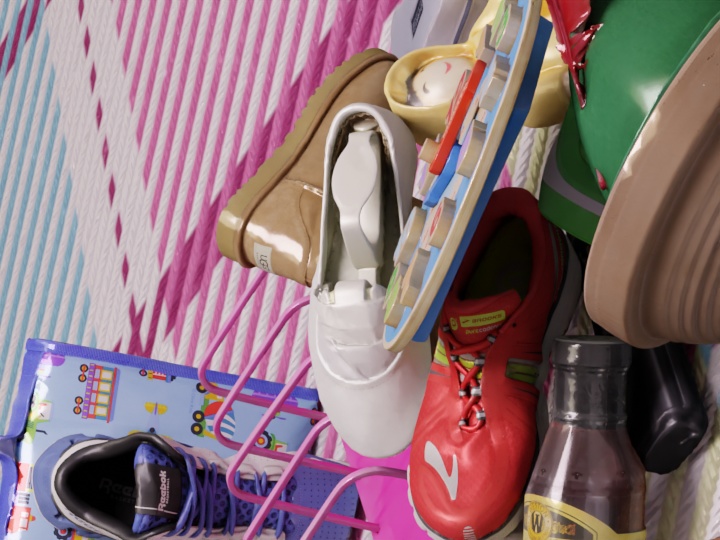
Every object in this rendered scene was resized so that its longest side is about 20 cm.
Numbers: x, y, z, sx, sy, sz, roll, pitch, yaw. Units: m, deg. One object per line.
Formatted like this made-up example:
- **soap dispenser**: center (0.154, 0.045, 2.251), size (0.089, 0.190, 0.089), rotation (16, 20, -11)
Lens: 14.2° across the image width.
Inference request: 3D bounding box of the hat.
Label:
- **hat**: center (0.109, -0.120, 1.414), size (0.176, 0.166, 0.200), rotation (34, 116, 22)

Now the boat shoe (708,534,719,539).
- **boat shoe**: center (0.218, 0.140, 1.328), size (0.068, 0.072, 0.200), rotation (-48, 13, -17)

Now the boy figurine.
- **boy figurine**: center (0.100, -0.134, 1.600), size (0.200, 0.064, 0.124), rotation (-29, 49, 28)

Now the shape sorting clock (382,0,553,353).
- **shape sorting clock**: center (0.049, -0.053, 1.461), size (0.200, 0.039, 0.200), rotation (-157, 90, -89)

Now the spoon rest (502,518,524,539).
- **spoon rest**: center (0.075, 0.213, 1.574), size (0.099, 0.061, 0.200), rotation (-119, 36, -54)

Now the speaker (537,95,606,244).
- **speaker**: center (0.165, -0.106, 1.491), size (0.200, 0.088, 0.088), rotation (-65, 29, 12)

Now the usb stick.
- **usb stick**: center (0.143, 0.020, 1.544), size (0.055, 0.033, 0.200), rotation (117, 150, -42)

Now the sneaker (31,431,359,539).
- **sneaker**: center (-0.100, 0.142, 1.750), size (0.115, 0.199, 0.081), rotation (152, 125, -83)

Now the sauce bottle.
- **sauce bottle**: center (0.113, 0.133, 1.477), size (0.066, 0.066, 0.200), rotation (5, 95, 62)

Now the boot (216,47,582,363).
- **boot**: center (0.043, -0.027, 1.654), size (0.200, 0.066, 0.175), rotation (25, 63, 26)

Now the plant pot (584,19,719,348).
- **plant pot**: center (0.198, -0.036, 1.352), size (0.093, 0.201, 0.201), rotation (34, 113, 22)

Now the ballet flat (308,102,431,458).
- **ballet flat**: center (0.000, 0.000, 1.568), size (0.069, 0.069, 0.200), rotation (-31, 54, 54)

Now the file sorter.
- **file sorter**: center (-0.003, 0.100, 1.680), size (0.139, 0.125, 0.200), rotation (-58, 33, 31)

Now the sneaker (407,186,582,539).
- **sneaker**: center (0.060, 0.046, 1.512), size (0.077, 0.085, 0.200), rotation (2, 63, 20)

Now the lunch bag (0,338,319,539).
- **lunch bag**: center (-0.142, 0.131, 1.841), size (0.094, 0.200, 0.151), rotation (-6, 73, 62)

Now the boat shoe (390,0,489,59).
- **boat shoe**: center (0.061, -0.143, 1.732), size (0.200, 0.065, 0.074), rotation (119, 148, -69)
